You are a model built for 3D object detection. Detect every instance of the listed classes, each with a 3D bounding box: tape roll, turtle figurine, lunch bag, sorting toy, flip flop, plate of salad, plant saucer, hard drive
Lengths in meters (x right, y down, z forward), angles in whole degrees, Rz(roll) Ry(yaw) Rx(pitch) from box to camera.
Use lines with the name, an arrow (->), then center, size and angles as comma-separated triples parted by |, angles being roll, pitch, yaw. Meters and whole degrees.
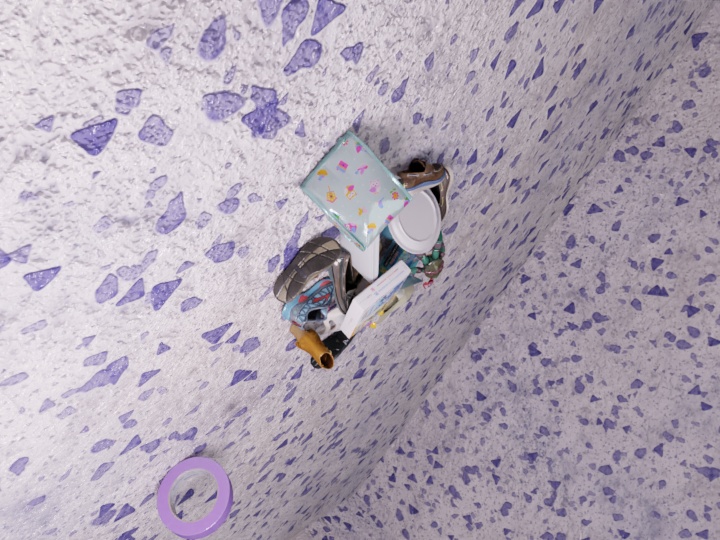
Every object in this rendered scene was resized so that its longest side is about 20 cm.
tape roll -> -0.455, 0.627, 1.556 | 0.199, 0.200, 0.066 | -38, 154, -23
turtle figurine -> 0.202, -0.032, 1.650 | 0.149, 0.101, 0.201 | -39, 151, -12
lunch bag -> -0.015, -0.174, 1.217 | 0.171, 0.122, 0.200 | -46, 115, -1
sorting toy -> -0.038, 0.134, 1.666 | 0.177, 0.108, 0.201 | -20, 157, -20
flip flop -> -0.129, -0.002, 1.356 | 0.200, 0.081, 0.058 | -47, 173, -1
plate of salad -> 0.140, -0.145, 1.523 | 0.198, 0.203, 0.048 | -30, -168, -36
plant saucer -> 0.101, 0.051, 1.797 | 0.197, 0.039, 0.201 | -20, 177, -1
hard drive -> -0.004, -0.065, 1.397 | 0.026, 0.132, 0.201 | -36, 154, -20

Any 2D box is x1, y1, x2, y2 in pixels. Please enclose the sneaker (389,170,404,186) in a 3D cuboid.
sneaker -> 0.045, -0.177, 1.397 | 0.075, 0.077, 0.201 | -32, 163, -37

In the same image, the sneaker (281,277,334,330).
sneaker -> -0.112, 0.097, 1.493 | 0.199, 0.095, 0.080 | -32, 151, -37

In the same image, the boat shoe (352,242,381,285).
boat shoe -> 0.000, 0.000, 1.588 | 0.201, 0.063, 0.073 | -51, 156, 3

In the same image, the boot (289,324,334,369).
boot -> -0.126, 0.230, 1.610 | 0.071, 0.144, 0.202 | -43, 156, -7

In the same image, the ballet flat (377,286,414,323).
ballet flat -> 0.107, 0.103, 1.934 | 0.200, 0.069, 0.070 | -44, 156, -12

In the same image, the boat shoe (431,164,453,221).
boat shoe -> 0.224, -0.215, 1.654 | 0.059, 0.072, 0.202 | -28, 145, -26

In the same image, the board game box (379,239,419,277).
board game box -> 0.138, -0.060, 1.669 | 0.150, 0.047, 0.202 | -17, 144, -49

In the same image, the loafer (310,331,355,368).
loafer -> -0.079, 0.244, 1.807 | 0.199, 0.073, 0.073 | -41, 160, -15

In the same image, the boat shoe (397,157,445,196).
boat shoe -> 0.162, -0.255, 1.474 | 0.199, 0.071, 0.074 | -36, 128, -44

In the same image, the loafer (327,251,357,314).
loafer -> -0.038, 0.038, 1.486 | 0.072, 0.062, 0.203 | -65, 149, -47

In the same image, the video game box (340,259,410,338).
video game box -> 0.037, 0.079, 1.501 | 0.181, 0.047, 0.201 | -36, 165, -26

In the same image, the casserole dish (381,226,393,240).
casserole dish -> 0.135, -0.134, 1.656 | 0.122, 0.039, 0.199 | -57, 155, 17
